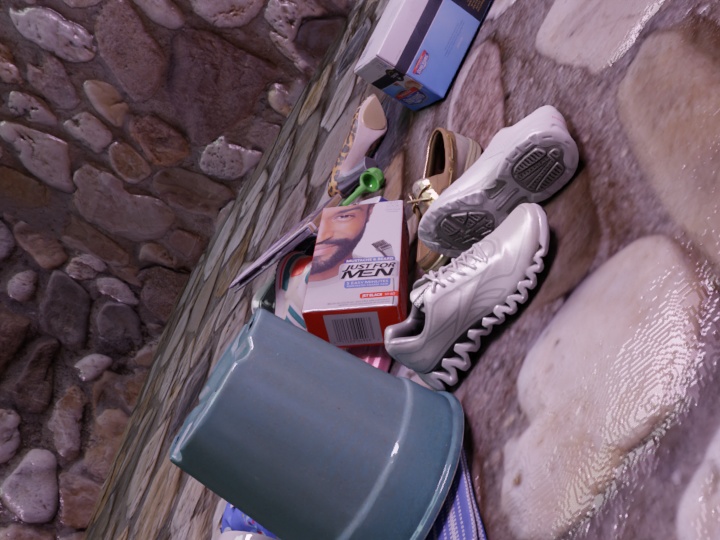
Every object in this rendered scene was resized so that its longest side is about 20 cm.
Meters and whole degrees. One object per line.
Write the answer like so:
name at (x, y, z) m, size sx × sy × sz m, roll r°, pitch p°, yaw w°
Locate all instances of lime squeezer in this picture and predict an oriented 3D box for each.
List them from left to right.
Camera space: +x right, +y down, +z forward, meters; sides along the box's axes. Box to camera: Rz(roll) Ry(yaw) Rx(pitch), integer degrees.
lime squeezer at (0.004, -0.142, 1.191) m, size 0.070 × 0.038 × 0.200 m, roll -22°, pitch 11°, yaw 13°

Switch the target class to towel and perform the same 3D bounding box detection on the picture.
towel at (0.035, 0.241, 0.610) m, size 0.201 × 0.024 × 0.145 m, roll -54°, pitch 17°, yaw 21°

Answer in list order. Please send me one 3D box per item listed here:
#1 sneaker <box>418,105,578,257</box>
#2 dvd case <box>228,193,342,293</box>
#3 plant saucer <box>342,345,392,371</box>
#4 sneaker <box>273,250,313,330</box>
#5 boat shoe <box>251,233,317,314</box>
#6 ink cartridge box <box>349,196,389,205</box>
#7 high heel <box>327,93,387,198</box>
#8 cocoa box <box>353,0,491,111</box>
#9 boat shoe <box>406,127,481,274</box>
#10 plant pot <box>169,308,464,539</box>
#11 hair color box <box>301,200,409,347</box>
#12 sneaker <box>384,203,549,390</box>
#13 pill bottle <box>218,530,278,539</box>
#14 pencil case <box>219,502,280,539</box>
sneaker at (0.139, -0.089, 0.735) m, size 0.200 × 0.078 × 0.100 m, roll -37°, pitch 22°, yaw 36°
dvd case at (-0.104, -0.045, 1.049) m, size 0.148 × 0.016 × 0.200 m, roll -36°, pitch 10°, yaw 19°
plant saucer at (-0.028, 0.125, 0.908) m, size 0.201 × 0.051 × 0.201 m, roll -54°, pitch 18°, yaw 26°
sneaker at (-0.069, 0.076, 1.003) m, size 0.093 × 0.070 × 0.202 m, roll 13°, pitch 108°, yaw 41°
boat shoe at (-0.093, 0.007, 1.107) m, size 0.067 × 0.072 × 0.200 m, roll -9°, pitch 29°, yaw 33°
ink cartridge box at (-0.030, -0.014, 1.144) m, size 0.201 × 0.040 × 0.200 m, roll -66°, pitch 17°, yaw -11°
high heel at (-0.016, -0.238, 1.384) m, size 0.142 × 0.071 × 0.202 m, roll -32°, pitch 43°, yaw 48°
cocoa box at (0.102, -0.387, 1.173) m, size 0.201 × 0.130 × 0.133 m, roll -64°, pitch 17°, yaw -5°
boat shoe at (0.090, -0.087, 0.859) m, size 0.074 × 0.066 × 0.201 m, roll -40°, pitch 28°, yaw 51°
plant pot at (-0.046, 0.146, 0.630) m, size 0.201 × 0.195 × 0.200 m, roll -55°, pitch 9°, yaw 14°
hair color box at (0.000, 0.000, 0.875) m, size 0.201 × 0.110 × 0.064 m, roll -84°, pitch -15°, yaw -51°
sneaker at (0.097, 0.018, 0.661) m, size 0.201 × 0.081 × 0.075 m, roll -55°, pitch 16°, yaw 16°
pill bottle at (-0.124, 0.370, 0.698) m, size 0.116 × 0.116 × 0.201 m, roll -41°, pitch 27°, yaw 49°
pencil case at (-0.093, 0.274, 0.813) m, size 0.078 × 0.087 × 0.200 m, roll -49°, pitch 7°, yaw -37°
